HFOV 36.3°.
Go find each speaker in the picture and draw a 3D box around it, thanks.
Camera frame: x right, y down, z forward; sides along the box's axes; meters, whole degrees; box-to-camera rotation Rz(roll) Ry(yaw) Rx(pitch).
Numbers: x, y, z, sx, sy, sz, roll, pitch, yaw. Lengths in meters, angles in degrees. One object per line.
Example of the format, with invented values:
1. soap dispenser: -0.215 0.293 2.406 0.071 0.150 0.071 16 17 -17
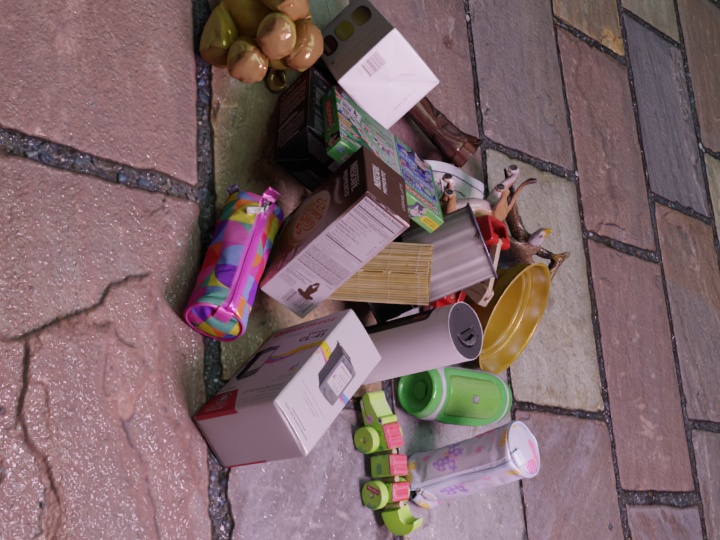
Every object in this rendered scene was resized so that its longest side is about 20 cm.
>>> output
1. speaker: 0.070 0.103 1.522 0.081 0.199 0.082 20 62 -44
2. speaker: 0.146 0.190 1.672 0.199 0.088 0.090 13 66 -47

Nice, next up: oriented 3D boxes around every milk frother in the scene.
1. milk frother: 0.076 -0.055 1.598 0.181 0.186 0.202 -90 158 -75

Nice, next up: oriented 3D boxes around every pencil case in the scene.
1. pencil case: -0.158 -0.011 1.390 0.088 0.088 0.202 39 50 -33
2. pencil case: 0.157 0.278 1.565 0.090 0.199 0.084 -2 70 -57

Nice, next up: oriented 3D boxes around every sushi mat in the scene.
1. sushi mat: 0.000 0.000 1.510 0.012 0.197 0.097 76 19 -63

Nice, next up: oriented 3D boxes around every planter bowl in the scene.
1. planter bowl: 0.219 0.062 1.778 0.200 0.083 0.202 -38 143 -36

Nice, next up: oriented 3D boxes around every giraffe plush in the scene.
1. giraffe plush: -0.122 -0.328 1.526 0.162 0.173 0.201 32 18 -51

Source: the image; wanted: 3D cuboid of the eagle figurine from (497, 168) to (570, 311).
1. eagle figurine: 0.265 -0.056 1.871 0.199 0.151 0.152 39 23 -13

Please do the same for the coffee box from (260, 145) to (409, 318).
1. coffee box: -0.035 -0.049 1.413 0.079 0.200 0.115 36 26 -26

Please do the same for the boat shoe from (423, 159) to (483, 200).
1. boat shoe: 0.135 -0.119 1.796 0.201 0.074 0.087 19 70 -53

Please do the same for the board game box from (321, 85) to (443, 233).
1. board game box: 0.030 -0.151 1.498 0.199 0.029 0.135 36 30 -30

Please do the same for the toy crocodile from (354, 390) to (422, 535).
1. toy crocodile: 0.039 0.267 1.533 0.067 0.061 0.202 4 72 -49

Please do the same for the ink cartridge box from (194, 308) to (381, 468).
1. ink cartridge box: -0.088 0.146 1.363 0.086 0.147 0.200 59 40 -17

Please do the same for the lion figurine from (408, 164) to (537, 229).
1. lion figurine: 0.174 -0.094 1.720 0.073 0.197 0.123 -98 -172 -45

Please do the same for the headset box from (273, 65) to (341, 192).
1. headset box: -0.043 -0.185 1.547 0.148 0.075 0.201 38 28 -26

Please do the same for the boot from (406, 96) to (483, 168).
1. boot: 0.111 -0.259 1.821 0.200 0.064 0.186 43 7 -1

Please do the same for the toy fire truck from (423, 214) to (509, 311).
1. toy fire truck: 0.161 0.027 1.700 0.048 0.140 0.202 21 64 -43

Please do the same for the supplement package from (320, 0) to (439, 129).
1. supplement package: 0.016 -0.308 1.614 0.110 0.114 0.200 44 9 -30
